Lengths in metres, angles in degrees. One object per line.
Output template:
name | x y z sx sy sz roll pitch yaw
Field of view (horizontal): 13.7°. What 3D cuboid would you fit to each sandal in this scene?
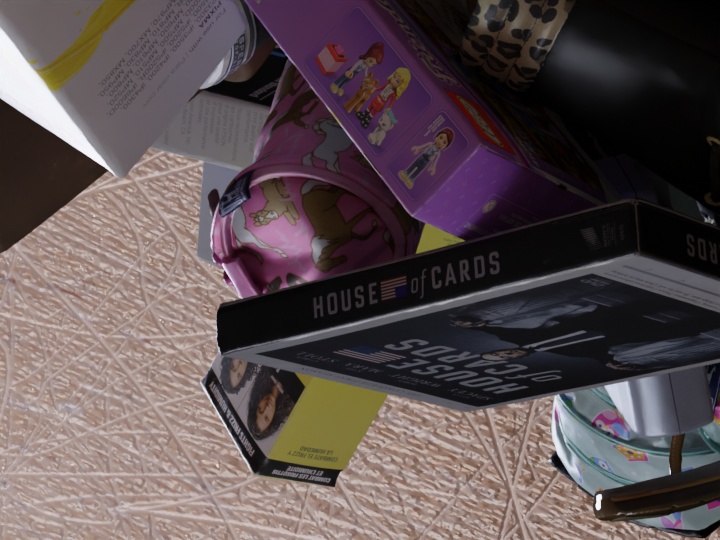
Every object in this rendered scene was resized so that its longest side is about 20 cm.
sandal | 0.190 0.063 1.360 0.055 0.199 0.082 65 170 6

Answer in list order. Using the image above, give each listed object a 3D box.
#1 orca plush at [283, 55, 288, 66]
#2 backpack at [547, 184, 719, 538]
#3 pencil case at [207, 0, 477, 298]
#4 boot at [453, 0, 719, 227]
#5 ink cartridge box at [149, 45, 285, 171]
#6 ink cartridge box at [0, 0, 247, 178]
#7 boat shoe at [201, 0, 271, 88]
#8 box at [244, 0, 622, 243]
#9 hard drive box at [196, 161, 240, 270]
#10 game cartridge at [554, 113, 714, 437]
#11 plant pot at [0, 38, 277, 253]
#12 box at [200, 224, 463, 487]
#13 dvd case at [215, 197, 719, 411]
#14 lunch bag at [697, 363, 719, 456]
orca plush | -0.030 -0.131 1.469 0.105 0.071 0.200 24 180 0
backpack | 0.170 0.030 1.485 0.166 0.200 0.127 21 142 30
pencil case | -0.004 -0.063 1.244 0.086 0.083 0.200 19 -141 0
boot | 0.114 -0.064 1.114 0.153 0.074 0.204 26 172 3
ink cartridge box | -0.008 -0.089 1.524 0.199 0.044 0.198 17 -156 23
ink cartridge box | -0.141 -0.137 1.071 0.145 0.084 0.200 34 169 28
boat shoe | -0.106 -0.164 1.216 0.200 0.068 0.072 43 140 5
box | 0.011 -0.086 1.133 0.200 0.039 0.137 53 -164 30
hard drive box | 0.037 -0.041 1.574 0.155 0.077 0.200 21 -152 32
game cartridge | 0.105 -0.017 1.293 0.200 0.040 0.134 -110 2 -63
plant pot | -0.156 -0.110 1.336 0.200 0.175 0.200 37 172 6
box | 0.000 0.000 1.384 0.050 0.201 0.075 11 -149 -36
dvd case | 0.067 0.017 1.125 0.199 0.025 0.150 -15 160 40
lunch bag | 0.234 0.030 1.246 0.199 0.161 0.077 23 -139 19
